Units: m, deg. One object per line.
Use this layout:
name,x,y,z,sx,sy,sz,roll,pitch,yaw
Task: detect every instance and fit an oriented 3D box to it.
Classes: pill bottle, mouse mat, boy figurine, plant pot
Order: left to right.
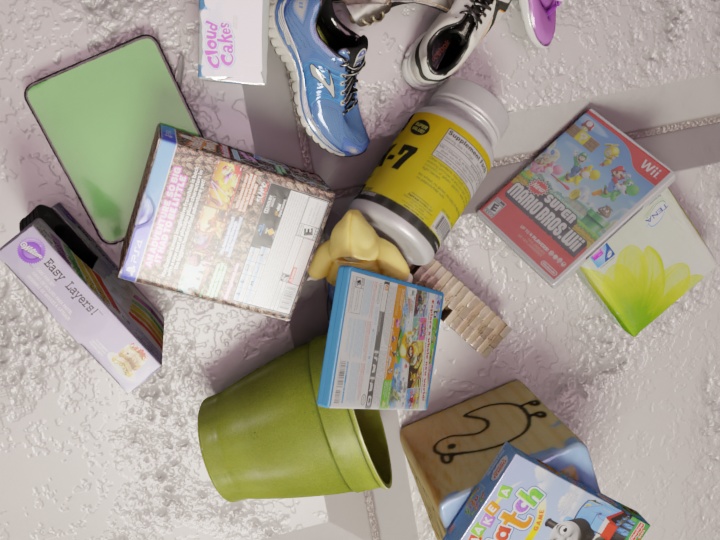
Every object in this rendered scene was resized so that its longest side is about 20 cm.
mouse mat,-0.265,-0.146,0.881,0.161,0.008,0.200,-25,108,-5
plant pot,-0.083,0.190,0.927,0.192,0.200,0.201,-19,106,6
boy figurine,0.000,0.000,0.885,0.124,0.200,0.065,6,64,0
pill bottle,0.083,-0.116,0.897,0.114,0.114,0.200,38,76,-17

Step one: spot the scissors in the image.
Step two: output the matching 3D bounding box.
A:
scissors,-0.233,-0.146,0.896,0.073,0.014,0.201,-3,105,-9

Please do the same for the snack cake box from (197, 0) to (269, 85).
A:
snack cake box,-0.132,-0.251,0.794,0.067,0.200,0.115,3,102,-11

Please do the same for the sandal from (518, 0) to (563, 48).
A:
sandal,0.222,-0.365,0.899,0.082,0.050,0.203,-14,108,-46

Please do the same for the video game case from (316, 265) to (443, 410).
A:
video game case,0.029,0.081,0.849,0.200,0.018,0.144,16,81,-54

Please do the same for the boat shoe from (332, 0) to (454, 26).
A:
boat shoe,0.006,-0.312,0.869,0.199,0.075,0.074,15,106,4

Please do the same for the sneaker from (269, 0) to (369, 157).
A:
sneaker,-0.030,-0.217,0.861,0.089,0.079,0.200,-6,126,29

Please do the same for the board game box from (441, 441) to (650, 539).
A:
board game box,0.206,0.302,0.870,0.200,0.037,0.152,30,96,-15

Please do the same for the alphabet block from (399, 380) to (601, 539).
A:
alphabet block,0.184,0.290,0.986,0.195,0.200,0.197,-20,106,-7

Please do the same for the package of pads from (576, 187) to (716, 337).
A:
package of pads,0.354,-0.037,1.011,0.154,0.068,0.200,-40,108,1

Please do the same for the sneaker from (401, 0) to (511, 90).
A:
sneaker,0.130,-0.296,0.900,0.074,0.080,0.200,33,93,-14

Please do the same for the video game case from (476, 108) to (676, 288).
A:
video game case,0.264,-0.092,0.957,0.200,0.143,0.017,-42,151,0

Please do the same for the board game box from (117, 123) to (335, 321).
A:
board game box,-0.154,-0.054,0.876,0.199,0.097,0.160,16,104,-20

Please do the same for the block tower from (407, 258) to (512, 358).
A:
block tower,0.107,0.032,0.985,0.200,0.058,0.054,40,93,-18

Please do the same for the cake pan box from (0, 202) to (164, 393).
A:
cake pan box,-0.295,0.020,0.836,0.052,0.184,0.200,-39,106,-5
